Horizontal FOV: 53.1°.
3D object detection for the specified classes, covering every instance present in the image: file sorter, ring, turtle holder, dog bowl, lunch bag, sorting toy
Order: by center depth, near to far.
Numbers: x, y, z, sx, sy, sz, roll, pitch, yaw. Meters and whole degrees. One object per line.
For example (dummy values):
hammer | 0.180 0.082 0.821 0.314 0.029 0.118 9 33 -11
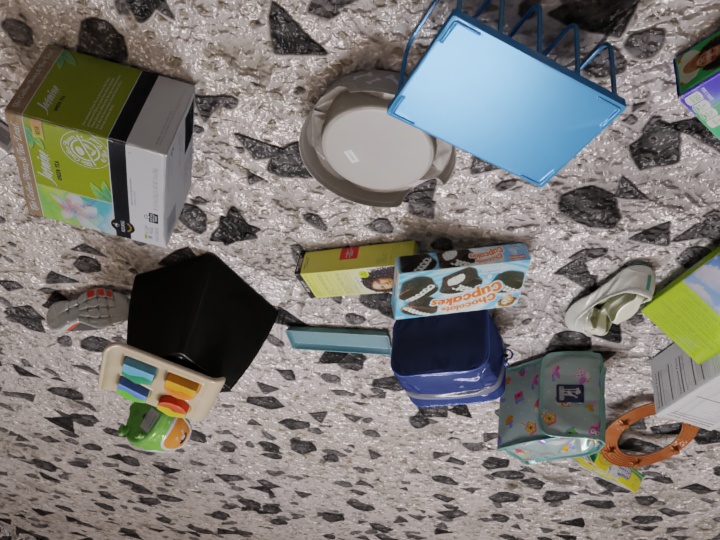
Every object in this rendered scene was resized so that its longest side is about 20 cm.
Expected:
file sorter | 0.154 -0.210 0.770 0.200 0.123 0.139 23 143 -15
dog bowl | 0.024 -0.167 0.916 0.200 0.059 0.200 7 143 6
sorting toy | -0.345 0.200 1.228 0.200 0.037 0.185 19 143 -12
lunch bag | 0.163 0.152 1.246 0.200 0.136 0.132 -7 141 21
lunch bag | 0.349 0.243 1.288 0.122 0.171 0.200 29 144 -26
ring | 0.571 0.328 1.416 0.200 0.019 0.201 -4 129 -5
turtle holder | -0.485 0.366 1.700 0.185 0.141 0.132 -21 134 35

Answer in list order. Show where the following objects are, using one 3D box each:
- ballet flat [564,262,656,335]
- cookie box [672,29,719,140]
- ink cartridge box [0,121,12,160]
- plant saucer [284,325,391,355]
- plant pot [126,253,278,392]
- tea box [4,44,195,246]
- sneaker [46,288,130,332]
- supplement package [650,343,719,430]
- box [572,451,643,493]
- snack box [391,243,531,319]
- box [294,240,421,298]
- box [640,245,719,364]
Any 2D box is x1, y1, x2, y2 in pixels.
ballet flat | 0.384 0.062 1.126 0.069 0.070 0.200 20 143 -12
cookie box | 0.460 -0.204 0.737 0.171 0.075 0.200 32 138 -25
ink cartridge box | -0.630 -0.211 1.039 0.176 0.045 0.200 -20 133 34
plant saucer | -0.040 0.132 1.371 0.200 0.019 0.070 2 143 11
plant pot | -0.296 0.116 1.283 0.199 0.178 0.200 -14 138 31
tea box | -0.334 -0.158 0.957 0.197 0.134 0.200 15 144 -4
sneaker | -0.512 0.081 1.401 0.200 0.077 0.082 -6 168 23
supplement package | 0.582 0.163 1.171 0.114 0.110 0.200 17 143 -9
box | 0.497 0.399 1.528 0.200 0.048 0.117 34 168 -32
snack box | 0.150 0.018 1.100 0.200 0.037 0.116 -6 141 -6
box | 0.000 0.000 1.155 0.200 0.050 0.075 -6 141 22
box | 0.518 0.043 1.037 0.122 0.048 0.200 45 143 9
